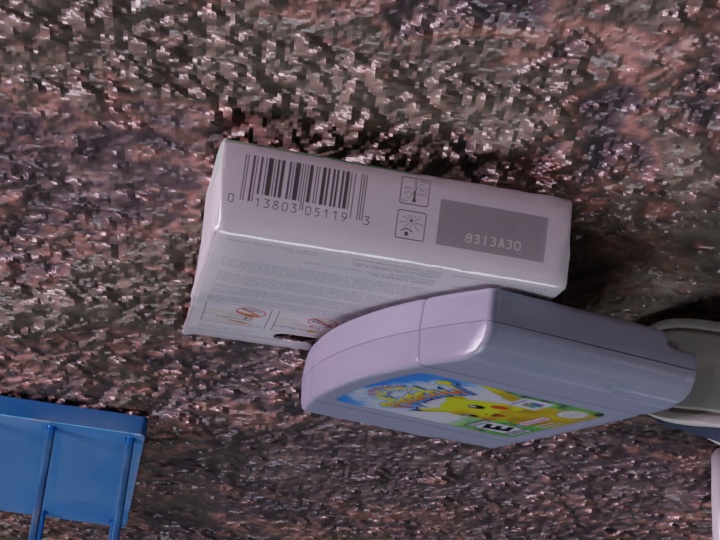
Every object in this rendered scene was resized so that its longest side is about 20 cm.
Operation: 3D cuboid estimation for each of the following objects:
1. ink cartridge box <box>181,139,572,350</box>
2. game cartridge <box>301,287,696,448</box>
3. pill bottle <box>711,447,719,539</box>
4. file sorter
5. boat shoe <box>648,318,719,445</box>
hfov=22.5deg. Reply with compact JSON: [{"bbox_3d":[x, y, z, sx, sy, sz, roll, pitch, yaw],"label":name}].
[{"bbox_3d":[0.000,0.000,0.880,0.161,0.050,0.200,9,166,-7],"label":"ink cartridge box"},{"bbox_3d":[0.054,0.052,0.895,0.133,0.041,0.200,17,161,-22],"label":"game cartridge"},{"bbox_3d":[0.297,0.152,1.001,0.200,0.114,0.114,-2,148,12],"label":"pill bottle"},{"bbox_3d":[-0.238,0.154,1.068,0.200,0.123,0.139,9,149,-8],"label":"file sorter"},{"bbox_3d":[0.223,0.069,0.877,0.200,0.075,0.062,6,168,41],"label":"boat shoe"}]
